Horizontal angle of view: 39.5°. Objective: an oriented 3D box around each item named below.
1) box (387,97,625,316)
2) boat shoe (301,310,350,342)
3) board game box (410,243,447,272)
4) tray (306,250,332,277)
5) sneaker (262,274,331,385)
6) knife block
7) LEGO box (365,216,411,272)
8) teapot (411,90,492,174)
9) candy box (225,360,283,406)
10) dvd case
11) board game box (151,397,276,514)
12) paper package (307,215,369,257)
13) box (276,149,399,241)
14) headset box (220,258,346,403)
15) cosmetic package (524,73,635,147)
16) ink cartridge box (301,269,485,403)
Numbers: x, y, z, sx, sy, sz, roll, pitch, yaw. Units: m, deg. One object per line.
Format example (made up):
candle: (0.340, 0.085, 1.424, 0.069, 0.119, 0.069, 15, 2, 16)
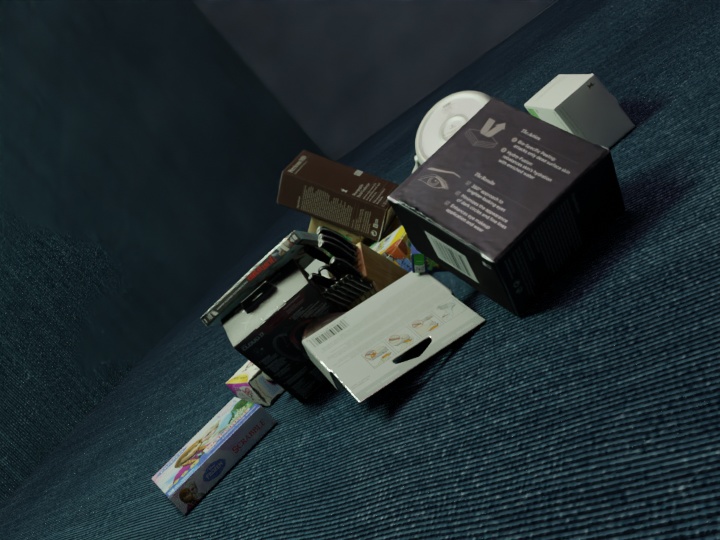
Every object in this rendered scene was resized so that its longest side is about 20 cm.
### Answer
box: (0.179, -0.082, 1.232, 0.200, 0.117, 0.197, -44, 47, -11)
boat shoe: (0.015, 0.092, 1.445, 0.200, 0.072, 0.076, -11, 37, 26)
board game box: (0.140, -0.074, 1.441, 0.135, 0.034, 0.200, -2, 39, 6)
tray: (-0.092, 0.013, 1.776, 0.022, 0.107, 0.200, -15, -3, -28)
sneaker: (-0.117, 0.091, 1.614, 0.074, 0.087, 0.200, 37, 103, 39)
knife block: (0.000, 0.000, 1.522, 0.064, 0.176, 0.200, -34, 1, 27)
LEGO box: (0.066, -0.029, 1.747, 0.149, 0.077, 0.200, -34, 13, 35)
teapot: (0.207, -0.229, 1.895, 0.200, 0.146, 0.198, 20, 79, 41)
candy box: (-0.135, 0.151, 1.781, 0.200, 0.061, 0.136, -46, 12, -22)
dvd case: (-0.142, 0.014, 1.539, 0.200, 0.022, 0.146, -43, -12, 11)
board game box: (-0.242, 0.295, 1.633, 0.200, 0.041, 0.199, -44, 11, -17)
paper package: (-0.038, -0.043, 1.889, 0.191, 0.103, 0.200, -58, -12, -55)
box: (-0.035, -0.134, 1.776, 0.100, 0.200, 0.075, -56, -18, -53)
headset box: (-0.102, 0.088, 1.520, 0.149, 0.200, 0.075, -41, 41, 4)
cosmetic package: (0.340, -0.245, 1.577, 0.085, 0.108, 0.200, -40, 9, 6)
ink cartridge box: (0.046, 0.092, 1.321, 0.200, 0.044, 0.174, -32, 36, -12)
